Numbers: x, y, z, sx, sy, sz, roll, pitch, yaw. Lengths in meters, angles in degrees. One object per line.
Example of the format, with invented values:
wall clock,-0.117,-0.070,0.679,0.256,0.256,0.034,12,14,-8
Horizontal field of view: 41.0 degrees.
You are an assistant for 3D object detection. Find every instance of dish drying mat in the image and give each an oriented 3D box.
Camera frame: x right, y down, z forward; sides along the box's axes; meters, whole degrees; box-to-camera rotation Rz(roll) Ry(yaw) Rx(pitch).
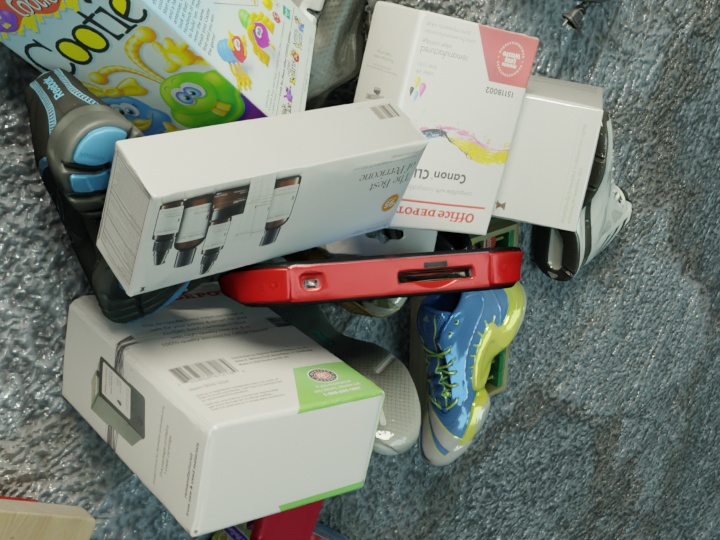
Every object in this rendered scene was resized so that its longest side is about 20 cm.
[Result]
dish drying mat,-0.045,0.153,0.860,0.077,0.018,0.200,40,58,-43

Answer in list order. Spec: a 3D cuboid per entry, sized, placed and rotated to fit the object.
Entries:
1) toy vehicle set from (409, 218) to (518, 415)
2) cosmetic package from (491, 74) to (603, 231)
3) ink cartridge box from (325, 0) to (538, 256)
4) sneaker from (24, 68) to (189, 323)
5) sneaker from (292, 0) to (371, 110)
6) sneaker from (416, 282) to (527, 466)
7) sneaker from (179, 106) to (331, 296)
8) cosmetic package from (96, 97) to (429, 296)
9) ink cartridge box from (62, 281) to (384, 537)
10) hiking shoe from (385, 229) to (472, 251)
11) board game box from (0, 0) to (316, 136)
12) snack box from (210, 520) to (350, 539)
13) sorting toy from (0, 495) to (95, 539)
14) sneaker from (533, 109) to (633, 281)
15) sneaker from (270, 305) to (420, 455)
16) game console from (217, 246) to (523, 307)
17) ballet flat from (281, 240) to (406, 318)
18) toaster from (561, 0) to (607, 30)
toy vehicle set,0.106,0.053,0.993,0.124,0.027,0.200,-19,121,-35
cosmetic package,0.166,-0.112,0.863,0.200,0.085,0.108,-53,154,-69
ink cartridge box,0.052,-0.095,0.749,0.116,0.067,0.200,3,109,-33
sneaker,-0.158,-0.043,0.619,0.073,0.082,0.200,-29,148,-21
sneaker,-0.022,-0.196,0.736,0.090,0.066,0.200,24,96,-49
sneaker,0.080,0.084,0.925,0.105,0.076,0.200,25,84,-33
sneaker,-0.104,-0.050,0.716,0.200,0.104,0.060,-23,125,15
cosmetic package,-0.056,-0.049,0.593,0.200,0.051,0.083,-17,148,-36
ink cartridge box,-0.105,0.087,0.695,0.145,0.200,0.084,-6,116,-40
hiking shoe,0.075,-0.104,0.848,0.074,0.087,0.200,-20,122,-35
board game box,-0.131,-0.159,0.598,0.200,0.103,0.105,40,47,-45
snack box,-0.096,0.327,0.908,0.200,0.068,0.169,-56,134,-6
sorting toy,-0.318,0.235,0.661,0.199,0.070,0.200,22,94,-45
sneaker,0.246,-0.096,1.033,0.115,0.076,0.201,-29,135,-40
sneaker,-0.020,0.092,0.777,0.070,0.200,0.080,-22,129,-29
game console,0.002,0.001,0.700,0.200,0.177,0.031,-4,93,-13
ballet flat,0.000,0.000,0.839,0.200,0.072,0.068,39,82,-45
toaster,0.184,-0.326,0.829,0.129,0.114,0.200,23,95,-42
